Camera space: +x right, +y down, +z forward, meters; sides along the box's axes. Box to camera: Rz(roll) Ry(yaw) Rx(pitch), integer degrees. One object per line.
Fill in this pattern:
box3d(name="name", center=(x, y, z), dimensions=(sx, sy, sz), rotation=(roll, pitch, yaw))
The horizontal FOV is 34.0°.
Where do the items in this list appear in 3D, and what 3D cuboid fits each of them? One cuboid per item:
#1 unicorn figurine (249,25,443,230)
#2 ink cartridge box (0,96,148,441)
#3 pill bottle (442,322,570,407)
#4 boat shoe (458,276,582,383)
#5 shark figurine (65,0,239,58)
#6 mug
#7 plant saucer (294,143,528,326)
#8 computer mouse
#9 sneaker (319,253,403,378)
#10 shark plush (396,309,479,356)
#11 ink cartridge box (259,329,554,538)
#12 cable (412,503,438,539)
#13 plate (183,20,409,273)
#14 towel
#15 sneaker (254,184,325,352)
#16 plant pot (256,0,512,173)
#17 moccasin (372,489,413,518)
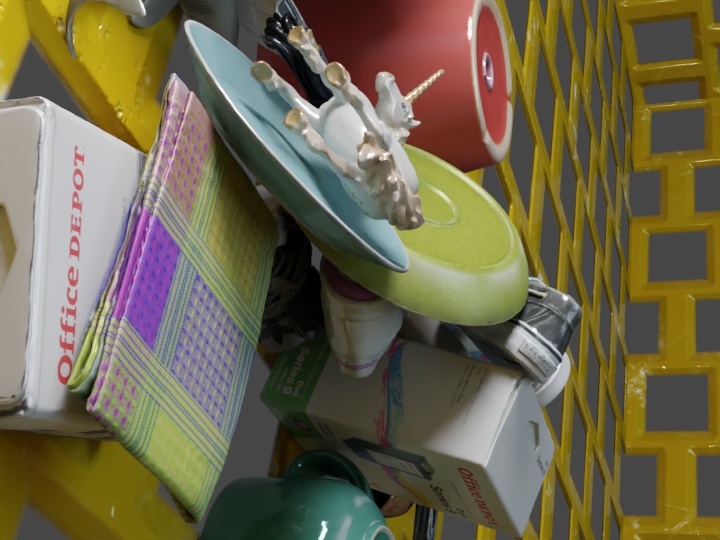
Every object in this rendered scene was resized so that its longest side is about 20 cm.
box3d(name="unicorn figurine", center=(-0.002, -0.091, 0.740), dimensions=(0.137, 0.073, 0.201), rotation=(42, 28, -37))
box3d(name="ink cartridge box", center=(-0.146, 0.013, 0.617), dimensions=(0.200, 0.084, 0.148), rotation=(32, 57, -68))
box3d(name="pill bottle", center=(0.117, 0.044, 1.113), dimensions=(0.200, 0.108, 0.110), rotation=(49, 39, -31))
box3d(name="boat shoe", center=(0.126, 0.041, 0.932), dimensions=(0.072, 0.071, 0.200), rotation=(45, -5, -14))
box3d(name="shark figurine", center=(-0.113, -0.201, 0.741), dimensions=(0.214, 0.088, 0.130), rotation=(-23, 107, -71))
box3d(name="mug", center=(-0.035, 0.212, 0.849), dimensions=(0.152, 0.113, 0.187), rotation=(44, 47, -62))
box3d(name="plant saucer", center=(0.041, -0.040, 0.851), dimensions=(0.031, 0.199, 0.200), rotation=(-61, 178, 31))
box3d(name="computer mouse", center=(-0.062, -0.176, 0.858), dimensions=(0.110, 0.044, 0.201), rotation=(56, 5, -45))
box3d(name="sneaker", center=(0.000, 0.000, 0.893), dimensions=(0.201, 0.074, 0.101), rotation=(-76, 169, -57))
box3d(name="shark plush", center=(0.030, 0.077, 1.012), dimensions=(0.199, 0.083, 0.092), rotation=(29, 40, -25))
box3d(name="ink cartridge box", center=(0.041, 0.121, 0.935), dimensions=(0.088, 0.198, 0.146), rotation=(-65, 150, -24))
box3d(name="cable", center=(0.081, 0.172, 1.130), dimensions=(0.098, 0.050, 0.202), rotation=(91, 5, -48))
box3d(name="plate", center=(-0.043, -0.069, 0.717), dimensions=(0.200, 0.026, 0.200), rotation=(46, 10, -11))
box3d(name="towel", center=(-0.090, 0.014, 0.618), dimensions=(0.144, 0.022, 0.202), rotation=(61, 32, -51))
box3d(name="sneaker", center=(-0.072, 0.012, 0.831), dimensions=(0.200, 0.075, 0.115), rotation=(-53, 133, -65))
box3d(name="plant pot", center=(0.029, -0.155, 0.996), dimensions=(0.200, 0.175, 0.203), rotation=(-4, 90, -70))
box3d(name="moccasin", center=(0.022, 0.126, 1.097), dimensions=(0.078, 0.073, 0.204), rotation=(46, 52, -72))
